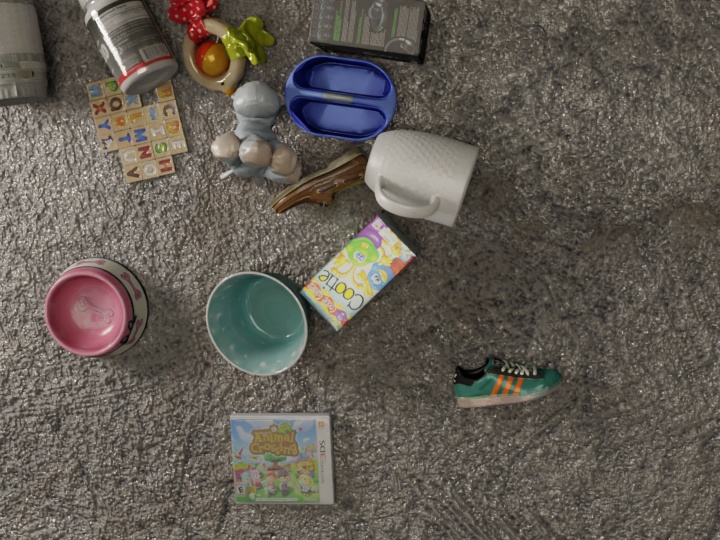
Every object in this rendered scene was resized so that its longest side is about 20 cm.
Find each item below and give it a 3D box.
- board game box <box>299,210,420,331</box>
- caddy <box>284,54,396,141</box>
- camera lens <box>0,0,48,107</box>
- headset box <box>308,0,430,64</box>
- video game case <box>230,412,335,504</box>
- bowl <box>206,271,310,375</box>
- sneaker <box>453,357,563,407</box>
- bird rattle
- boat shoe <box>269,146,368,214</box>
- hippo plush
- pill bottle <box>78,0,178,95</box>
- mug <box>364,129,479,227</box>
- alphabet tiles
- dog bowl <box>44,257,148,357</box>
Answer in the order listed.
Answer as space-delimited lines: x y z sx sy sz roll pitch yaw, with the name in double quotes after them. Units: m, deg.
0.000 0.000 1.680 0.200 0.103 0.105 -44 91 11 "board game box"
-0.033 -0.305 1.636 0.199 0.105 0.142 9 99 6 "caddy"
-0.661 -0.405 1.674 0.160 0.160 0.201 -7 98 8 "camera lens"
0.013 -0.418 1.579 0.199 0.174 0.093 9 99 5 "headset box"
-0.151 0.368 1.797 0.199 0.022 0.183 -1 98 8 "video game case"
-0.172 0.083 1.702 0.200 0.105 0.201 6 108 18 "bowl"
0.268 0.197 1.692 0.200 0.071 0.080 -11 101 10 "sneaker"
-0.267 -0.407 1.658 0.200 0.113 0.163 24 119 5 "bird rattle"
-0.071 -0.148 1.683 0.200 0.072 0.068 -30 94 11 "boat shoe"
-0.169 -0.247 1.644 0.159 0.200 0.161 12 81 1 "hippo plush"
-0.424 -0.430 1.662 0.114 0.114 0.200 -29 90 10 "pill bottle"
0.096 -0.157 1.599 0.175 0.200 0.148 18 131 6 "mug"
-0.419 -0.273 1.741 0.167 0.008 0.200 -12 97 9 "alphabet tiles"
-0.516 0.078 1.773 0.200 0.074 0.201 1 98 7 "dog bowl"
